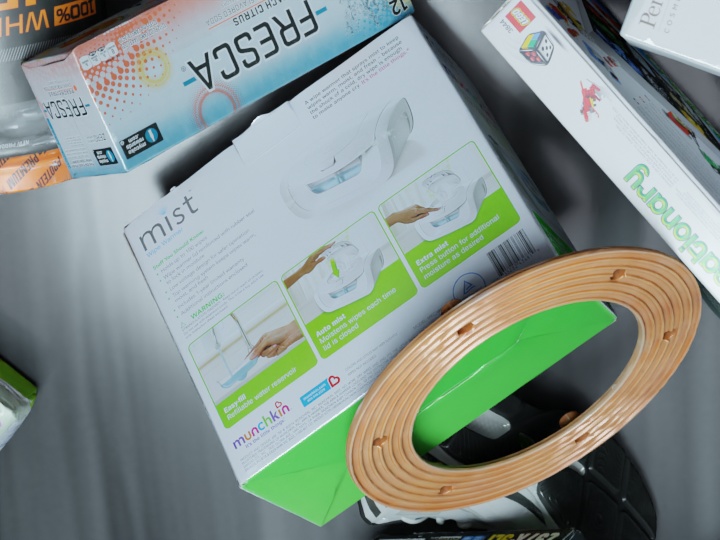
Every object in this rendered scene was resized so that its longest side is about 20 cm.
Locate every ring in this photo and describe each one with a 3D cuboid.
[{"bbox_3d":[0.081,0.054,1.007,0.199,0.019,0.201,-20,145,-15],"label":"ring"}]

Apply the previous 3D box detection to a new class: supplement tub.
[{"bbox_3d":[-0.196,-0.147,1.049,0.121,0.123,0.202,-7,106,3],"label":"supplement tub"}]

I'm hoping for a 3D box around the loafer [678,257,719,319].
[{"bbox_3d":[0.241,0.010,1.122,0.072,0.063,0.201,-35,90,39],"label":"loafer"}]

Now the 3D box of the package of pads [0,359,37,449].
[{"bbox_3d":[-0.309,0.072,1.142,0.200,0.068,0.155,39,103,-9],"label":"package of pads"}]

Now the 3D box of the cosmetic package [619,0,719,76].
[{"bbox_3d":[0.239,-0.128,0.989,0.198,0.071,0.102,20,98,9],"label":"cosmetic package"}]

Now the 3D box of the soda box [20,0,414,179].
[{"bbox_3d":[-0.070,-0.120,1.030,0.199,0.063,0.069,-32,106,-30],"label":"soda box"}]

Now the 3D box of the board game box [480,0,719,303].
[{"bbox_3d":[0.155,-0.063,1.032,0.035,0.126,0.200,-43,81,21],"label":"board game box"}]

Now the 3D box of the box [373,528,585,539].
[{"bbox_3d":[0.094,0.239,1.119,0.159,0.049,0.201,-10,113,46],"label":"box"}]

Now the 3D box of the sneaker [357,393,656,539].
[{"bbox_3d":[0.074,0.123,1.157,0.200,0.076,0.115,34,143,-28],"label":"sneaker"}]

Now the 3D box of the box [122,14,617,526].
[{"bbox_3d":[0.000,0.000,1.054,0.199,0.097,0.177,-36,57,10],"label":"box"}]
